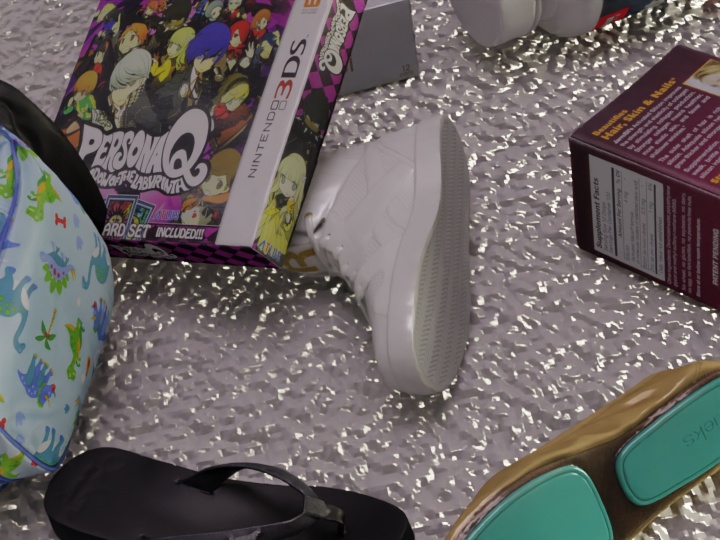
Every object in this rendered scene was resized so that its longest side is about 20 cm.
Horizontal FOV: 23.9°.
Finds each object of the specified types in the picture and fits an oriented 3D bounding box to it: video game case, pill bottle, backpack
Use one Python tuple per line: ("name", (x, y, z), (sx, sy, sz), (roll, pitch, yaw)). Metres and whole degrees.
("video game case", (-0.104, -0.093, 1.027), (0.198, 0.036, 0.183), (4, 68, 37))
("pill bottle", (0.159, -0.228, 1.157), (0.198, 0.120, 0.120), (-23, 41, -15))
("backpack", (-0.206, 0.021, 0.906), (0.153, 0.164, 0.201), (19, 65, 23))

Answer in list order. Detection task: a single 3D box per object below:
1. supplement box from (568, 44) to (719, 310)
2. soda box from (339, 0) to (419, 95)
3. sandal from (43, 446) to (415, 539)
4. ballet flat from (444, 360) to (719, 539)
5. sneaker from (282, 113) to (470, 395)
("supplement box", (0.227, -0.038, 0.942), (0.199, 0.086, 0.110), (26, 52, 36))
("soda box", (-0.064, -0.151, 1.157), (0.198, 0.064, 0.068), (-15, 39, -5))
("sandal", (-0.072, 0.124, 0.844), (0.198, 0.043, 0.076), (7, 42, 19))
("ballet flat", (0.109, 0.107, 0.827), (0.199, 0.069, 0.063), (-27, 14, -23))
("sneaker", (0.000, 0.000, 0.970), (0.114, 0.074, 0.201), (-13, 40, 18))
